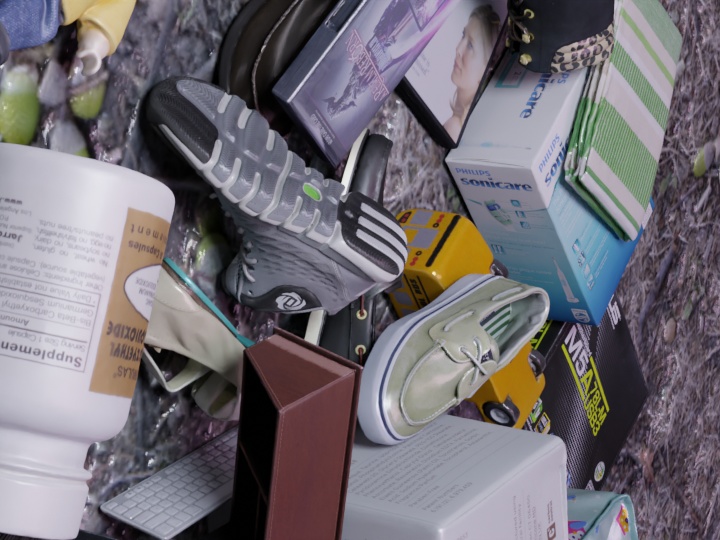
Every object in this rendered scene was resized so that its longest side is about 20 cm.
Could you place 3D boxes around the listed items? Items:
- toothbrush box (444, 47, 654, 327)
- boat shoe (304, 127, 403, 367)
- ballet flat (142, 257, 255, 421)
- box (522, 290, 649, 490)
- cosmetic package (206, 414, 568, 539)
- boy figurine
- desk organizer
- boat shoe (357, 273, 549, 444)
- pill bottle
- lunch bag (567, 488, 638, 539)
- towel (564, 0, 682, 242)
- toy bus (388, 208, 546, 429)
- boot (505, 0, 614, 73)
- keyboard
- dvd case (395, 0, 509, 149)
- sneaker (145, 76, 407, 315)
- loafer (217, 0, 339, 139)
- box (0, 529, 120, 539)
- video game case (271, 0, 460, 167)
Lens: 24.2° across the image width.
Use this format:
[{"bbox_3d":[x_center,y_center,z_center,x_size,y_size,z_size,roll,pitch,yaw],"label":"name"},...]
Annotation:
[{"bbox_3d":[0.166,-0.073,1.423,0.147,0.085,0.200,-61,141,-29],"label":"toothbrush box"},{"bbox_3d":[0.000,0.000,1.198,0.074,0.063,0.202,6,94,-86],"label":"boat shoe"},{"bbox_3d":[-0.097,0.059,1.096,0.200,0.069,0.070,45,60,-48],"label":"ballet flat"},{"bbox_3d":[0.193,0.116,1.539,0.193,0.047,0.200,-54,138,-31],"label":"box"},{"bbox_3d":[0.021,0.202,1.167,0.166,0.200,0.168,-26,118,-50],"label":"cosmetic package"},{"bbox_3d":[-0.158,-0.174,0.947,0.200,0.064,0.125,-36,123,-43],"label":"boy figurine"},{"bbox_3d":[-0.059,0.147,1.048,0.077,0.072,0.201,-24,129,-49],"label":"desk organizer"},{"bbox_3d":[0.067,0.055,1.185,0.200,0.062,0.072,-43,122,-46],"label":"boat shoe"},{"bbox_3d":[-0.176,0.040,0.918,0.114,0.114,0.201,20,81,-55],"label":"pill bottle"},{"bbox_3d":[0.114,0.264,1.343,0.200,0.170,0.122,-41,121,-44],"label":"lunch bag"},{"bbox_3d":[0.222,-0.139,1.404,0.153,0.023,0.201,37,62,-54],"label":"towel"},{"bbox_3d":[0.082,0.045,1.332,0.065,0.078,0.200,-58,140,-32],"label":"toy bus"},{"bbox_3d":[0.115,-0.216,1.268,0.203,0.074,0.154,-12,133,-15],"label":"boot"},{"bbox_3d":[-0.086,0.129,1.122,0.200,0.056,0.011,-28,124,-50],"label":"keyboard"},{"bbox_3d":[0.075,-0.216,1.319,0.143,0.018,0.200,46,59,-49],"label":"dvd case"},{"bbox_3d":[-0.077,-0.031,1.089,0.200,0.115,0.075,36,39,-15],"label":"sneaker"},{"bbox_3d":[-0.030,-0.167,1.127,0.073,0.071,0.200,52,55,-47],"label":"loafer"},{"bbox_3d":[-0.143,0.254,0.982,0.124,0.148,0.200,-60,140,-29],"label":"box"},{"bbox_3d":[0.022,-0.171,1.111,0.200,0.019,0.143,-54,163,-4],"label":"video game case"}]
